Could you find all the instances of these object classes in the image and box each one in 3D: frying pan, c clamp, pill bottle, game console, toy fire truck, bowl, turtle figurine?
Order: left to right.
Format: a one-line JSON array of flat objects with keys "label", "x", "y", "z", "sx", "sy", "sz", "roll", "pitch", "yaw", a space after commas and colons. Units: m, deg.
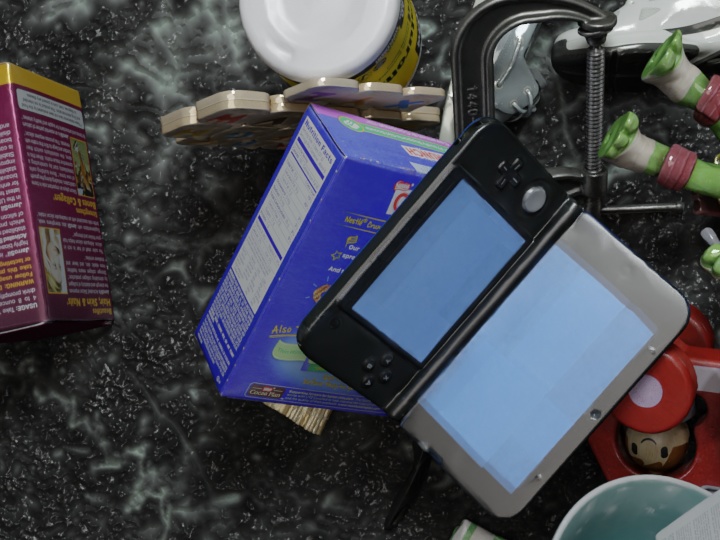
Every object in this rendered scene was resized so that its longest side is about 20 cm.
[{"label": "pill bottle", "x": -0.013, "y": -0.175, "z": 0.902, "sx": 0.110, "sy": 0.200, "sz": 0.113, "roll": 0, "pitch": 88, "yaw": 9}, {"label": "frying pan", "x": 0.073, "y": 0.113, "z": 0.951, "sx": 0.114, "sy": 0.192, "sz": 0.031, "roll": -19, "pitch": 50, "yaw": -32}, {"label": "game console", "x": 0.089, "y": 0.035, "z": 0.814, "sx": 0.200, "sy": 0.170, "sz": 0.118, "roll": -49, "pitch": 42, "yaw": 3}, {"label": "c clamp", "x": 0.149, "y": -0.117, "z": 0.908, "sx": 0.168, "sy": 0.027, "sz": 0.202, "roll": -10, "pitch": 125, "yaw": 5}, {"label": "bowl", "x": 0.195, "y": 0.255, "z": 0.855, "sx": 0.198, "sy": 0.105, "sz": 0.203, "roll": 8, "pitch": 61, "yaw": -16}, {"label": "toy fire truck", "x": 0.254, "y": 0.120, "z": 0.892, "sx": 0.197, "sy": 0.112, "sz": 0.170, "roll": 5, "pitch": 107, "yaw": 23}, {"label": "turtle figurine", "x": 0.272, "y": -0.070, "z": 0.834, "sx": 0.192, "sy": 0.201, "sz": 0.145, "roll": 31, "pitch": 122, "yaw": -2}]

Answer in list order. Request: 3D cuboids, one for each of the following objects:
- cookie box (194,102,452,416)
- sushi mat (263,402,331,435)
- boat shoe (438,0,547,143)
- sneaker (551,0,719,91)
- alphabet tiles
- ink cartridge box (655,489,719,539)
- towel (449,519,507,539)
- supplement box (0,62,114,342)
[{"label": "cookie box", "x": 0.000, "y": 0.000, "z": 0.878, "sx": 0.201, "sy": 0.170, "sz": 0.075, "roll": -60, "pitch": 40, "yaw": 24}, {"label": "sushi mat", "x": -0.029, "y": 0.021, "z": 0.992, "sx": 0.095, "sy": 0.012, "sz": 0.202, "roll": 27, "pitch": 92, "yaw": 10}, {"label": "boat shoe", "x": 0.110, "y": -0.153, "z": 0.946, "sx": 0.071, "sy": 0.070, "sz": 0.203, "roll": 17, "pitch": 92, "yaw": 6}, {"label": "sneaker", "x": 0.239, "y": -0.208, "z": 0.937, "sx": 0.197, "sy": 0.076, "sz": 0.117, "roll": -7, "pitch": 75, "yaw": 6}, {"label": "alphabet tiles", "x": -0.040, "y": -0.108, "z": 0.899, "sx": 0.194, "sy": 0.198, "sz": 0.015, "roll": -10, "pitch": 84, "yaw": 50}, {"label": "ink cartridge box", "x": 0.242, "y": 0.204, "z": 0.718, "sx": 0.049, "sy": 0.200, "sz": 0.164, "roll": 7, "pitch": 61, "yaw": -14}, {"label": "towel", "x": 0.125, "y": 0.305, "z": 0.949, "sx": 0.199, "sy": 0.023, "sz": 0.154, "roll": 33, "pitch": 93, "yaw": 10}, {"label": "supplement box", "x": -0.279, "y": -0.048, "z": 0.979, "sx": 0.102, "sy": 0.131, "sz": 0.203, "roll": -11, "pitch": 85, "yaw": 10}]
